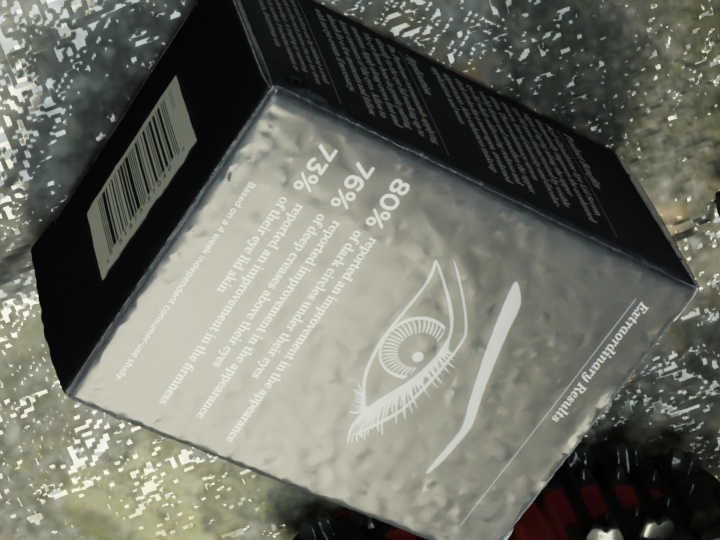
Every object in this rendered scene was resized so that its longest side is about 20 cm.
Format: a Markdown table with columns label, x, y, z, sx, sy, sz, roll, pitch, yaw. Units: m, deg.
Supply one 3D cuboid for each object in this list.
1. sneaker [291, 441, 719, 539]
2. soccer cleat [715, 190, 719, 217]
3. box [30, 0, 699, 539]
| label | x | y | z | sx | sy | sz | roll | pitch | yaw |
| --- | --- | --- | --- | --- | --- | --- | --- | --- | --- |
| sneaker | 0.069 | 0.136 | 1.094 | 0.200 | 0.071 | 0.098 | -14 | 125 | -3 |
| soccer cleat | 0.190 | -0.088 | 0.984 | 0.085 | 0.069 | 0.200 | -12 | 129 | -17 |
| box | 0.000 | 0.000 | 0.965 | 0.200 | 0.104 | 0.148 | 25 | 113 | -28 |
